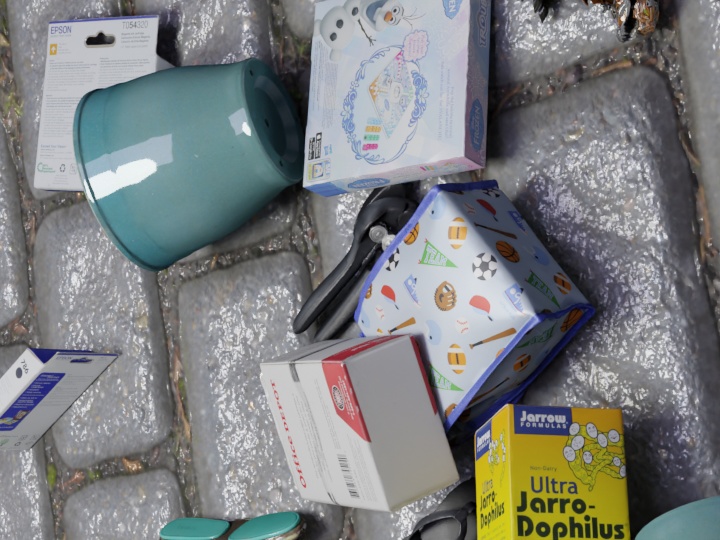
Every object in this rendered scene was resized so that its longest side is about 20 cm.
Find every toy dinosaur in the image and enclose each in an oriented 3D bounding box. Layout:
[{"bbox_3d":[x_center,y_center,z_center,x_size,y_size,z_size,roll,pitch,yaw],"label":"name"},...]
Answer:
[{"bbox_3d":[0.204,-0.295,1.491,0.135,0.102,0.202,-26,53,18],"label":"toy dinosaur"}]

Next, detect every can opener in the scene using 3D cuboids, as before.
[{"bbox_3d":[0.000,0.000,1.644,0.063,0.079,0.201,30,114,-5],"label":"can opener"}]

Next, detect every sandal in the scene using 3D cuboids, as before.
[{"bbox_3d":[0.072,0.269,1.570,0.200,0.043,0.077,-43,63,28],"label":"sandal"}]

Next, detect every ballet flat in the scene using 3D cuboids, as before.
[{"bbox_3d":[-0.127,0.294,1.722,0.199,0.072,0.073,-9,82,38],"label":"ballet flat"}]

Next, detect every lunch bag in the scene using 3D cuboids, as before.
[{"bbox_3d":[0.093,0.043,1.515,0.171,0.123,0.201,53,124,25],"label":"lunch bag"}]

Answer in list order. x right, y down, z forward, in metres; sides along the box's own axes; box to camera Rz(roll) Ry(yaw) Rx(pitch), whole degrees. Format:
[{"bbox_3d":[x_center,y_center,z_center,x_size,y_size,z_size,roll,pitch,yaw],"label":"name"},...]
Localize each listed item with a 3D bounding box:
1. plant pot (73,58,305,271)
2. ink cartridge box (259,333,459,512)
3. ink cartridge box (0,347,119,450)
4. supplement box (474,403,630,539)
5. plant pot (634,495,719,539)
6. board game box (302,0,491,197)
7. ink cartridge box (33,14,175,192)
[{"bbox_3d":[-0.165,-0.126,1.692,0.186,0.200,0.202,-20,74,20],"label":"plant pot"},{"bbox_3d":[-0.005,0.142,1.545,0.200,0.082,0.148,-7,102,64],"label":"ink cartridge box"},{"bbox_3d":[-0.376,0.140,1.898,0.200,0.099,0.039,-43,62,27],"label":"ink cartridge box"},{"bbox_3d":[0.166,0.227,1.408,0.110,0.107,0.202,122,149,-67],"label":"supplement box"},{"bbox_3d":[0.305,0.288,1.301,0.199,0.199,0.190,-31,54,32],"label":"plant pot"},{"bbox_3d":[0.036,-0.186,1.608,0.197,0.043,0.202,-8,71,39],"label":"board game box"},{"bbox_3d":[-0.295,-0.190,1.892,0.195,0.043,0.203,5,88,40],"label":"ink cartridge box"}]
